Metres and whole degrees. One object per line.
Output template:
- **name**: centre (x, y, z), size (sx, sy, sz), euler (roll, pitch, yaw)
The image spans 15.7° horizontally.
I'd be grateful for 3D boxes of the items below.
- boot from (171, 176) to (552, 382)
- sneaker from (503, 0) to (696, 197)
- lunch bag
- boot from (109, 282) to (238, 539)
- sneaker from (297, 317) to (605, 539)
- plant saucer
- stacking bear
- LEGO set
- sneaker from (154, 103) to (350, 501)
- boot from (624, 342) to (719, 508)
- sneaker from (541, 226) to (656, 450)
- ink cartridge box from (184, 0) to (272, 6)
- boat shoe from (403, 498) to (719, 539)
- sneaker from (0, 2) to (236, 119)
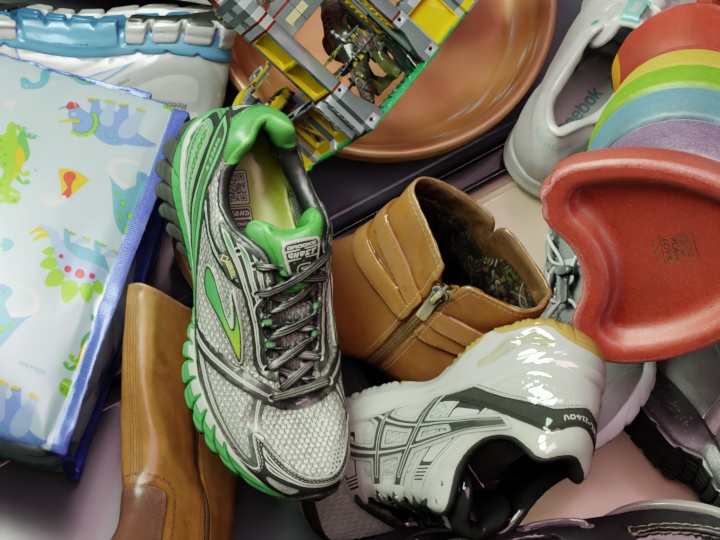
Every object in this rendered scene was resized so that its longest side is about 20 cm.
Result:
- **boot**: centre (0.000, 0.000, 1.330), size (0.200, 0.155, 0.077), euler (41, 59, 8)
- **sneaker**: centre (0.149, -0.134, 1.433), size (0.075, 0.089, 0.200), euler (27, 70, 6)
- **lunch bag**: centre (-0.194, -0.013, 1.336), size (0.169, 0.127, 0.201), euler (17, 80, 0)
- **boot**: centre (-0.106, 0.105, 1.263), size (0.068, 0.188, 0.201), euler (-3, 74, 34)
- **sneaker**: centre (0.037, 0.099, 1.287), size (0.076, 0.200, 0.088), euler (28, 45, -30)
- **plant saucer**: centre (0.009, -0.150, 1.452), size (0.199, 0.037, 0.201), euler (2, 70, -5)
- **stacking bear**: centre (0.165, -0.064, 1.317), size (0.113, 0.122, 0.200), euler (-7, 35, 17)
- **LEGO set**: centre (-0.013, -0.151, 1.350), size (0.116, 0.154, 0.200), euler (42, 79, -9)
- **sneaker**: centre (-0.047, 0.015, 1.268), size (0.078, 0.085, 0.201), euler (-14, 86, -27)
- **boot**: centre (0.235, 0.093, 1.372), size (0.131, 0.070, 0.200), euler (-34, 78, -14)
- **sneaker**: centre (0.114, 0.011, 1.363), size (0.075, 0.082, 0.200), euler (-10, 44, 34)
- **ink cartridge box**: centre (-0.132, -0.233, 1.413), size (0.199, 0.083, 0.147), euler (9, 60, 9)
- **boat shoe**: centre (0.107, 0.156, 1.313), size (0.199, 0.060, 0.074), euler (0, 95, 10)
- **sneaker**: centre (-0.166, -0.099, 1.402), size (0.199, 0.075, 0.087), euler (4, 105, 9)
